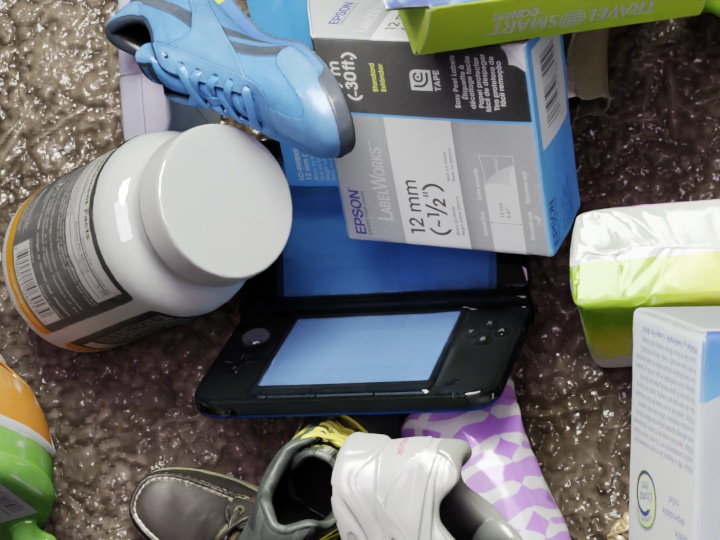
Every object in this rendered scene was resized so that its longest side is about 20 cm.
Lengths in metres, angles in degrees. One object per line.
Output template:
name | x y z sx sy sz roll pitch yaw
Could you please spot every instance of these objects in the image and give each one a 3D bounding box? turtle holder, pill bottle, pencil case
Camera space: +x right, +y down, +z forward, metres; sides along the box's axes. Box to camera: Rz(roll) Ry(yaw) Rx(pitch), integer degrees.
turtle holder | -0.279 0.126 1.336 0.185 0.140 0.132 -37 46 40
pill bottle | -0.134 -0.021 1.295 0.200 0.116 0.117 -20 65 52
pencil case | 0.097 0.162 1.269 0.085 0.084 0.201 -14 70 -31

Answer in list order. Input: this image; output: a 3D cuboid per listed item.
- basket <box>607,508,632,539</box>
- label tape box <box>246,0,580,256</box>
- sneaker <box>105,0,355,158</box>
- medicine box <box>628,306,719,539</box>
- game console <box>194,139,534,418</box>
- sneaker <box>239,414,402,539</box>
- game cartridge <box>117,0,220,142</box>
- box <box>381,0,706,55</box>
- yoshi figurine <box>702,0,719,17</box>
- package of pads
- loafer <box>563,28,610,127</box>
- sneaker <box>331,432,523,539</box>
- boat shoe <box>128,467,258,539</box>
basket | 0.257 0.147 1.206 0.200 0.149 0.143 -44 71 -5
label tape box | 0.024 -0.089 1.238 0.199 0.144 0.066 4 36 22
sneaker | -0.080 -0.112 1.230 0.078 0.066 0.200 -27 44 -25
medicine box | 0.246 0.122 1.116 0.181 0.103 0.201 -1 97 -12
game console | 0.000 0.000 1.296 0.199 0.171 0.119 -4 116 20
sneaker | -0.016 0.126 1.260 0.074 0.085 0.200 24 42 5
game cartridge | -0.125 -0.164 1.376 0.041 0.133 0.201 -3 74 8
box | 0.087 -0.187 1.158 0.199 0.048 0.122 -9 58 -17
yoshi figurine | 0.224 -0.207 1.285 0.112 0.199 0.113 44 117 50
package of pads | 0.229 0.007 1.249 0.199 0.155 0.069 -3 73 9
loafer | 0.137 -0.134 1.353 0.068 0.076 0.201 28 90 15
sneaker | 0.053 0.185 1.200 0.099 0.078 0.201 -8 113 26
boat shoe | -0.062 0.176 1.302 0.199 0.065 0.074 23 81 17
